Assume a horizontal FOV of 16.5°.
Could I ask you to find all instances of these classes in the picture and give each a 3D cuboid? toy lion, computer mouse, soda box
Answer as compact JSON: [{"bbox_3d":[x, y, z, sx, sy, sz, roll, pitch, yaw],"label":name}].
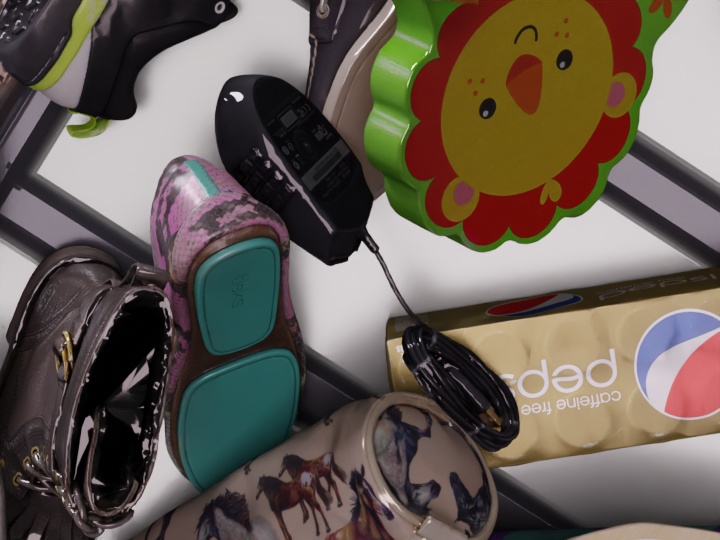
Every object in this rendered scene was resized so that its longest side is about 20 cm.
[{"bbox_3d":[0.079,-0.114,1.079,0.200,0.069,0.192,-38,128,-19],"label":"toy lion"},{"bbox_3d":[0.000,0.000,1.072,0.034,0.059,0.200,-34,94,29],"label":"computer mouse"},{"bbox_3d":[0.113,0.043,1.125,0.199,0.064,0.068,-9,98,2],"label":"soda box"}]

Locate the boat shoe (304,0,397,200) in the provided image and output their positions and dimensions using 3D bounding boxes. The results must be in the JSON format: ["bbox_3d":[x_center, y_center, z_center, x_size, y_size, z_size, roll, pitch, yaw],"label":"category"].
[{"bbox_3d":[0.010,-0.124,1.117,0.063,0.072,0.201,31,107,40],"label":"boat shoe"}]

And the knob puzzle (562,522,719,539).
[{"bbox_3d":[0.125,0.199,1.069,0.218,0.030,0.221,0,90,1],"label":"knob puzzle"}]

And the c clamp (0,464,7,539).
[{"bbox_3d":[-0.228,0.136,1.108,0.170,0.027,0.201,16,112,24],"label":"c clamp"}]

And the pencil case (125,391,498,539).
[{"bbox_3d":[-0.032,0.124,1.092,0.200,0.090,0.078,-32,136,33],"label":"pencil case"}]

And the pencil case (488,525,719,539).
[{"bbox_3d":[0.103,0.162,1.131,0.199,0.085,0.093,-1,129,2],"label":"pencil case"}]

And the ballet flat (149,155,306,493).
[{"bbox_3d":[-0.064,0.021,1.100,0.069,0.200,0.071,-18,55,-14],"label":"ballet flat"}]

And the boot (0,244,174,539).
[{"bbox_3d":[-0.128,0.082,1.074,0.069,0.174,0.201,9,98,-16],"label":"boot"}]

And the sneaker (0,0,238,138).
[{"bbox_3d":[-0.083,-0.151,1.111,0.083,0.072,0.200,34,99,-28],"label":"sneaker"}]
